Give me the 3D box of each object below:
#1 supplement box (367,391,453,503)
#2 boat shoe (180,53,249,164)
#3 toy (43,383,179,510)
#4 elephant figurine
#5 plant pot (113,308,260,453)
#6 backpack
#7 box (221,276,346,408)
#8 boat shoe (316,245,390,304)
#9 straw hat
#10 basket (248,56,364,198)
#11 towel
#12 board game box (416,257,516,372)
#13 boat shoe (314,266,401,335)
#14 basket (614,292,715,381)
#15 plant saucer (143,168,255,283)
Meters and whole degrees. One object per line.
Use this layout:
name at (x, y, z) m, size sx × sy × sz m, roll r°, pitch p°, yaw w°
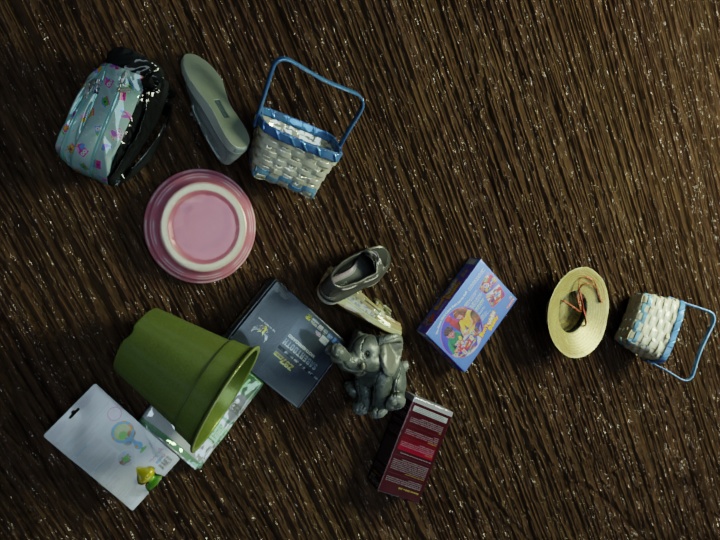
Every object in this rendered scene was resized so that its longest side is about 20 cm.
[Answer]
supplement box at (0.104, 0.367, 1.331) m, size 0.108 × 0.061 × 0.203 m, roll 25°, pitch 84°, yaw -23°
boat shoe at (-0.262, -0.273, 1.091) m, size 0.070 × 0.071 × 0.203 m, roll -17°, pitch 75°, yaw -49°
toy at (-0.424, 0.301, 1.099) m, size 0.115 × 0.047 × 0.200 m, roll -46°, pitch 104°, yaw -13°
elephant figurine at (0.022, 0.170, 1.221) m, size 0.139 × 0.156 × 0.203 m, roll -15°, pitch 119°, yaw 0°
plant pot at (-0.299, 0.164, 1.066) m, size 0.188 × 0.200 × 0.202 m, roll 32°, pitch 82°, yaw 3°
backpack at (-0.389, -0.239, 1.014) m, size 0.125 × 0.167 × 0.203 m, roll 26°, pitch 88°, yaw -4°
box at (-0.144, 0.136, 1.203) m, size 0.200 × 0.051 × 0.158 m, roll 44°, pitch 79°, yaw -21°
boat shoe at (0.000, 0.000, 1.211) m, size 0.067 × 0.057 × 0.199 m, roll 48°, pitch 50°, yaw 9°
straw hat at (0.468, 0.092, 1.449) m, size 0.198 × 0.085 × 0.206 m, roll -1°, pitch 93°, yaw -28°
basket at (-0.108, -0.247, 1.114) m, size 0.174 × 0.140 × 0.202 m, roll 21°, pitch 116°, yaw -24°
towel at (-0.288, 0.244, 1.163) m, size 0.149 × 0.031 × 0.201 m, roll 44°, pitch 78°, yaw -22°
board game box at (0.229, 0.094, 1.365) m, size 0.134 × 0.045 × 0.201 m, roll 43°, pitch 78°, yaw -21°
boat shoe at (0.006, 0.066, 1.250) m, size 0.198 × 0.073 × 0.063 m, roll 32°, pitch 76°, yaw -19°
basket at (0.731, 0.145, 1.528) m, size 0.197 × 0.139 × 0.179 m, roll 25°, pitch 85°, yaw 7°
plant saucer at (-0.278, -0.077, 1.124) m, size 0.197 × 0.051 × 0.205 m, roll -3°, pitch 97°, yaw -23°
